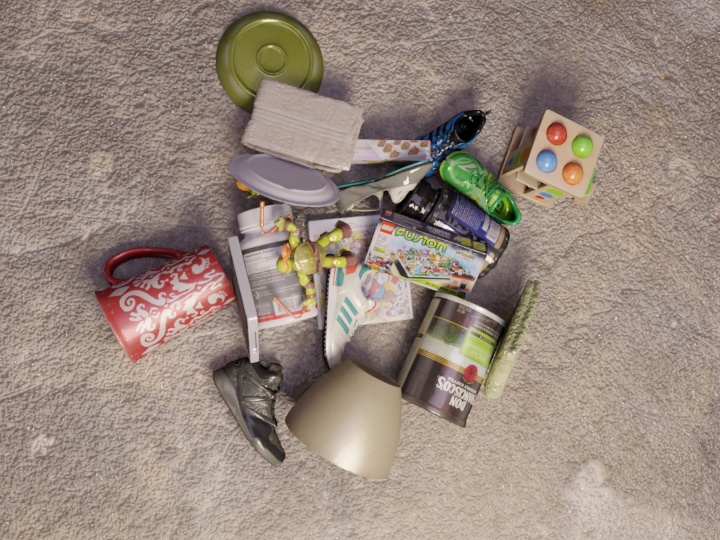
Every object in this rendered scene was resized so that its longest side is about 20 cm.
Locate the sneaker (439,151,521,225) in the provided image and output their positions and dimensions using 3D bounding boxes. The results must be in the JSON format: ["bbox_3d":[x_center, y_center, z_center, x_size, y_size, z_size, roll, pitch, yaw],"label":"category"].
[{"bbox_3d":[0.232,-0.153,1.325,0.199,0.084,0.074,34,93,-25],"label":"sneaker"}]

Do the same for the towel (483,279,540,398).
[{"bbox_3d":[0.275,0.120,1.277,0.036,0.149,0.200,22,46,11],"label":"towel"}]

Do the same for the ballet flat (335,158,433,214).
[{"bbox_3d":[0.045,-0.145,1.285,0.199,0.067,0.064,-13,96,23],"label":"ballet flat"}]

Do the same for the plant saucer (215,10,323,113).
[{"bbox_3d":[-0.163,-0.380,1.301,0.198,0.031,0.202,1,87,-11],"label":"plant saucer"}]

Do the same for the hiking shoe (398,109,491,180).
[{"bbox_3d":[0.151,-0.239,1.332,0.200,0.087,0.074,-43,96,-11],"label":"hiking shoe"}]

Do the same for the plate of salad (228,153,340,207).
[{"bbox_3d":[-0.132,-0.149,1.230,0.198,0.200,0.048,14,116,-11],"label":"plate of salad"}]

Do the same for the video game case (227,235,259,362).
[{"bbox_3d":[-0.191,0.052,1.167,0.018,0.200,0.144,-12,66,-13],"label":"video game case"}]

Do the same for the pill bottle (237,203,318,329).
[{"bbox_3d":[-0.148,-0.008,1.243,0.113,0.114,0.202,-12,90,-12],"label":"pill bottle"}]

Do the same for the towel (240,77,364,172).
[{"bbox_3d":[-0.099,-0.256,1.264,0.198,0.034,0.134,17,76,-4],"label":"towel"}]

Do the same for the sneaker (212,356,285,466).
[{"bbox_3d":[-0.164,0.238,1.247,0.114,0.076,0.200,-30,88,-5],"label":"sneaker"}]

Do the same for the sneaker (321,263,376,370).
[{"bbox_3d":[-0.018,0.082,1.265,0.093,0.070,0.202,4,83,-6],"label":"sneaker"}]

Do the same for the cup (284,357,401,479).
[{"bbox_3d":[-0.008,0.235,1.207,0.199,0.200,0.144,27,92,-10],"label":"cup"}]

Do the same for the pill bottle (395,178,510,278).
[{"bbox_3d":[0.167,-0.081,1.313,0.199,0.112,0.112,33,81,-10],"label":"pill bottle"}]

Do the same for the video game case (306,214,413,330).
[{"bbox_3d":[0.000,0.000,1.321,0.180,0.023,0.202,-6,89,-12],"label":"video game case"}]

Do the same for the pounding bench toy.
[{"bbox_3d":[0.389,-0.193,1.346,0.199,0.156,0.125,23,83,-10],"label":"pounding bench toy"}]

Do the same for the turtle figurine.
[{"bbox_3d":[-0.084,-0.034,1.183,0.161,0.064,0.202,-21,95,-37],"label":"turtle figurine"}]

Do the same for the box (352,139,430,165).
[{"bbox_3d":[0.029,-0.216,1.298,0.198,0.041,0.039,2,86,6],"label":"box"}]

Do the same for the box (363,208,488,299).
[{"bbox_3d":[0.115,-0.027,1.271,0.198,0.035,0.111,19,125,0],"label":"box"}]

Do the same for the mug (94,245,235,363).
[{"bbox_3d":[-0.332,0.030,1.196,0.199,0.133,0.179,-28,95,-15],"label":"mug"}]

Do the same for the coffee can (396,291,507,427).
[{"bbox_3d":[0.159,0.160,1.285,0.146,0.146,0.201,26,82,-10],"label":"coffee can"}]
